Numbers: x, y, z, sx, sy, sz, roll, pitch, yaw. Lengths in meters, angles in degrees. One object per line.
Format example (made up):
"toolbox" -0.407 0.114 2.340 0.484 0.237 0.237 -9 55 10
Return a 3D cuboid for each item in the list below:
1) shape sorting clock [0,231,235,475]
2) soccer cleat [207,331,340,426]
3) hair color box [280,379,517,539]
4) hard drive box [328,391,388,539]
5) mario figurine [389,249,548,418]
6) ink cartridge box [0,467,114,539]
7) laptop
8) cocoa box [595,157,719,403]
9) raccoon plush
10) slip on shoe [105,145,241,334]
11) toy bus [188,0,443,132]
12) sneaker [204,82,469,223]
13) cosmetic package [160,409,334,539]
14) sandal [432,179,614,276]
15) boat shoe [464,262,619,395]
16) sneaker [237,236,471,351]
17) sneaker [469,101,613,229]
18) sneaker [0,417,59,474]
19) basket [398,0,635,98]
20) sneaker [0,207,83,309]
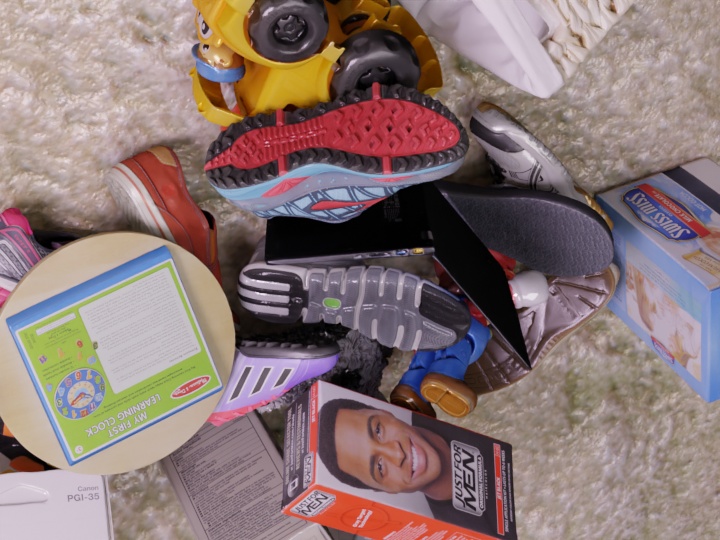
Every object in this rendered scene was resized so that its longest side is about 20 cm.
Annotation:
"shape sorting clock" -0.195 0.066 1.155 0.200 0.039 0.200 -5 103 -25
"soccer cleat" -0.101 0.095 1.240 0.068 0.200 0.073 -12 93 -62
"hair color box" 0.034 0.174 1.232 0.200 0.102 0.061 20 139 -25
"hard drive box" -0.012 0.236 1.379 0.077 0.156 0.200 6 115 -28
"mario figurine" 0.105 0.059 1.319 0.106 0.123 0.200 74 33 -45
"ink cartridge box" -0.301 0.236 1.219 0.146 0.083 0.200 -1 157 -25
"laptop" 0.028 -0.006 1.190 0.200 0.187 0.116 -4 115 0
"cocoa box" 0.327 0.005 1.376 0.131 0.200 0.133 -18 125 -15
"raccoon plush" -0.041 0.078 1.338 0.200 0.134 0.097 -23 116 -52
"slip on shoe" -0.142 -0.020 1.217 0.061 0.074 0.200 -39 129 -18
"toy bus" -0.067 -0.157 1.146 0.200 0.136 0.192 24 122 -33
"sneaker" -0.011 -0.082 1.106 0.200 0.079 0.096 -4 153 17
"cosmetic package" -0.097 0.213 1.295 0.103 0.200 0.087 -31 128 -4
"sandal" 0.129 -0.049 1.291 0.200 0.043 0.076 15 127 12
"boat shoe" 0.165 0.054 1.406 0.200 0.072 0.065 -39 170 19
"sneaker" 0.000 0.000 1.259 0.200 0.116 0.075 12 124 -1
"sneaker" 0.150 -0.068 1.326 0.088 0.076 0.200 -42 125 7
"sneaker" -0.315 0.107 1.216 0.090 0.070 0.200 -52 128 -8
"basket" 0.103 -0.243 1.125 0.123 0.200 0.136 -45 128 -4
"sneaker" -0.220 0.015 1.192 0.200 0.081 0.075 22 96 -37
